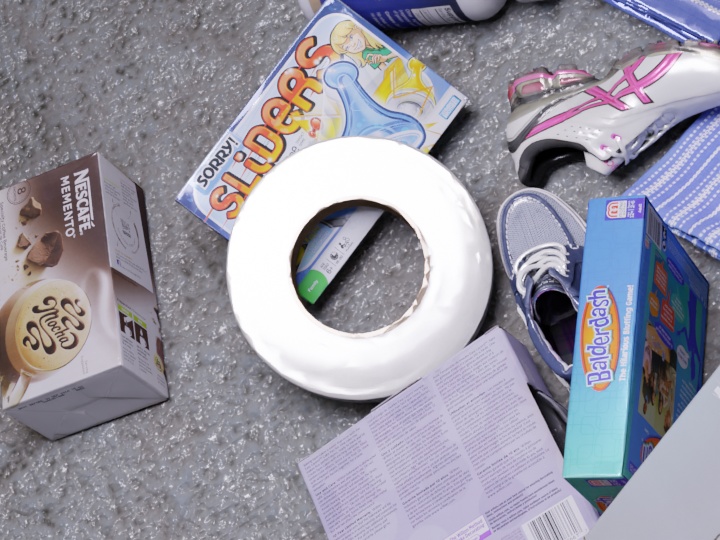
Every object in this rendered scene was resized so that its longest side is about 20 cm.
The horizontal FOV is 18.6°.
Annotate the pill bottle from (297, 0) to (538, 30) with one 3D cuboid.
[{"bbox_3d":[0.054,-0.252,1.741,0.200,0.116,0.116,-3,65,25],"label":"pill bottle"}]

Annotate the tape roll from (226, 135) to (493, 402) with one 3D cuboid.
[{"bbox_3d":[0.000,0.000,1.643,0.203,0.037,0.203,-1,82,5],"label":"tape roll"}]

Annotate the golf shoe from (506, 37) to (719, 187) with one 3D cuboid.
[{"bbox_3d":[0.201,-0.114,1.629,0.200,0.073,0.092,-12,67,35],"label":"golf shoe"}]

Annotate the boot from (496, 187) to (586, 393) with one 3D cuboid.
[{"bbox_3d":[0.141,0.007,1.586,0.073,0.090,0.200,-31,57,10],"label":"boot"}]

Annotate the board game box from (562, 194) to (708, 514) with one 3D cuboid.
[{"bbox_3d":[0.190,0.071,1.494,0.045,0.152,0.200,-4,64,25],"label":"board game box"}]

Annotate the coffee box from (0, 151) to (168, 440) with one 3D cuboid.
[{"bbox_3d":[-0.230,0.020,1.770,0.113,0.080,0.200,-20,59,18],"label":"coffee box"}]

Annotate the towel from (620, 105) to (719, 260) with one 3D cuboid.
[{"bbox_3d":[0.287,-0.069,1.553,0.145,0.024,0.200,-48,36,-5],"label":"towel"}]

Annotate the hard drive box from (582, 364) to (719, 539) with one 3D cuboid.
[{"bbox_3d":[0.262,0.126,1.390,0.200,0.156,0.077,-55,53,22],"label":"hard drive box"}]

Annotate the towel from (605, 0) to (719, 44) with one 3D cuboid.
[{"bbox_3d":[0.262,-0.274,1.677,0.145,0.024,0.200,30,80,16],"label":"towel"}]

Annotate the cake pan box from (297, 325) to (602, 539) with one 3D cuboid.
[{"bbox_3d":[0.070,0.163,1.558,0.200,0.052,0.184,-36,57,14],"label":"cake pan box"}]

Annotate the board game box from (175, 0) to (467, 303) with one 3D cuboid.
[{"bbox_3d":[-0.030,-0.093,1.703,0.135,0.034,0.200,37,88,-1],"label":"board game box"}]
